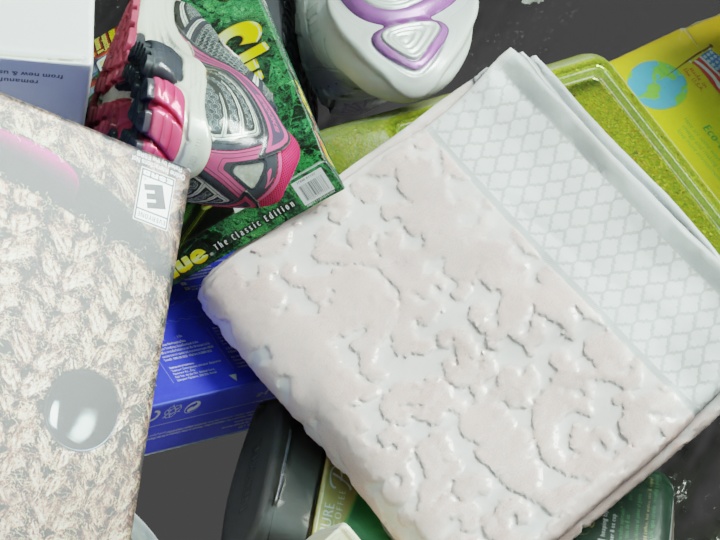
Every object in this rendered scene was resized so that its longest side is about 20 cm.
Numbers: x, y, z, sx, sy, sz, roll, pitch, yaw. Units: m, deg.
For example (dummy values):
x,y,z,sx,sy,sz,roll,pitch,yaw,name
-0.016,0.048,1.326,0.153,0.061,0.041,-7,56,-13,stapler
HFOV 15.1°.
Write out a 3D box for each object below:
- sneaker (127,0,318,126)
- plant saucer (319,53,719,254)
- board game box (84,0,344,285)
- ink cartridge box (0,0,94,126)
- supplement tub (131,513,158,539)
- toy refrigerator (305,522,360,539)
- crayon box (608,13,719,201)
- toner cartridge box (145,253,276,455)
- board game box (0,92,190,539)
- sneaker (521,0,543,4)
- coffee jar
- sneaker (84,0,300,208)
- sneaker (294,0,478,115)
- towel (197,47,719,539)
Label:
x,y,z,sx,sy,sz,roll,pitch,yaw,name
-0.077,-0.129,1.407,0.083,0.072,0.200,-17,57,8,sneaker
0.093,-0.022,1.278,0.200,0.048,0.200,-19,61,-33,plant saucer
-0.077,-0.072,1.282,0.105,0.023,0.200,-28,36,4,board game box
-0.174,-0.095,1.273,0.084,0.200,0.145,4,56,-10,ink cartridge box
-0.174,0.180,1.135,0.122,0.123,0.200,26,55,8,supplement tub
0.024,0.207,1.136,0.076,0.070,0.200,-39,90,-15,toy refrigerator
0.144,-0.042,1.382,0.200,0.051,0.127,-25,64,-23,crayon box
-0.088,0.031,1.254,0.200,0.043,0.095,-11,55,-43,toner cartridge box
-0.170,0.036,1.055,0.159,0.097,0.200,21,62,-27,board game box
0.030,-0.226,1.429,0.200,0.100,0.070,23,24,-14,sneaker
0.037,0.125,1.231,0.200,0.085,0.104,13,55,-2,coffee jar
-0.078,-0.070,1.206,0.075,0.081,0.200,18,18,-15,sneaker
0.012,-0.112,1.335,0.075,0.100,0.200,-4,25,-9,sneaker
0.058,0.021,1.188,0.191,0.032,0.200,-39,65,-6,towel
